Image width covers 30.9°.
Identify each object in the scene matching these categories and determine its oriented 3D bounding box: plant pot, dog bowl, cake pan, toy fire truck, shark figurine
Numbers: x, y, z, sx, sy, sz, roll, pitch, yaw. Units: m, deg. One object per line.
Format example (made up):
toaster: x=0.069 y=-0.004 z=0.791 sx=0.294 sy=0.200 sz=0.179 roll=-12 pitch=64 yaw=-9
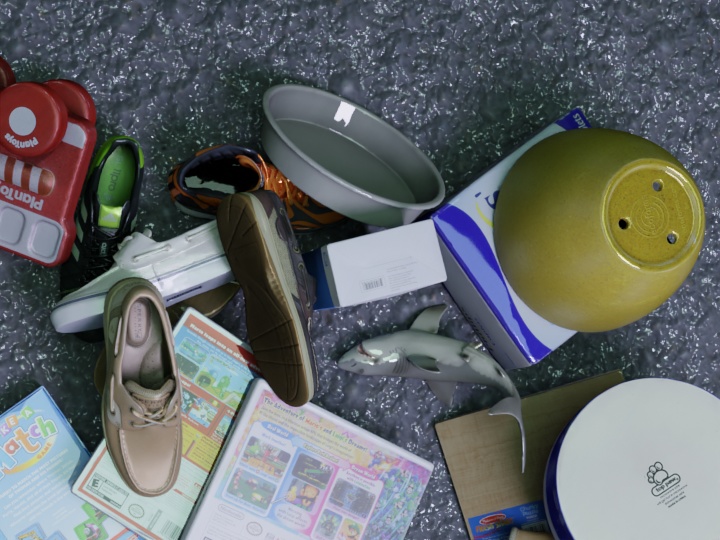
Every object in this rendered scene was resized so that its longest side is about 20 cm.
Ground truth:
plant pot: x=0.241 y=-0.045 z=1.216 sx=0.198 sy=0.142 sz=0.202 roll=1 pitch=85 yaw=-14
dog bowl: x=0.275 y=0.204 z=1.220 sx=0.198 sy=0.079 sz=0.202 roll=0 pitch=73 yaw=0
cake pan: x=-0.012 y=-0.109 z=1.258 sx=0.199 sy=0.201 sz=0.037 roll=27 pitch=116 yaw=-10
toy fire truck: x=-0.346 y=-0.108 z=1.207 sx=0.199 sy=0.112 sz=0.169 roll=19 pitch=101 yaw=2
shark figurine: x=0.097 y=0.114 z=1.301 sx=0.128 sy=0.213 sz=0.090 roll=-38 pitch=137 yaw=-40

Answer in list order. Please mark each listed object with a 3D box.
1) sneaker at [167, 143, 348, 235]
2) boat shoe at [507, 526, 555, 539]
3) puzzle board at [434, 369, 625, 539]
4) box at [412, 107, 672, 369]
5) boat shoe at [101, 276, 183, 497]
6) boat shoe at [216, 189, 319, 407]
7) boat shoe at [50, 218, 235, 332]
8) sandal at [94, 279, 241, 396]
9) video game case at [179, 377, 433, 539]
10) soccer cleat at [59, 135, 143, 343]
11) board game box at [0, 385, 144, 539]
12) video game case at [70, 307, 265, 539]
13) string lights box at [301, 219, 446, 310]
sneaker: x=-0.085 y=-0.078 z=1.263 sx=0.198 sy=0.112 sz=0.078 roll=-1 pitch=86 yaw=-13
boat shoe: x=0.172 y=0.287 z=1.288 sx=0.199 sy=0.072 sz=0.076 roll=-33 pitch=88 yaw=13
puzzle board: x=0.191 y=0.199 z=1.317 sx=0.199 sy=0.017 sz=0.152 roll=-18 pitch=91 yaw=14
box: x=0.182 y=-0.030 z=1.328 sx=0.200 sy=0.105 sz=0.184 roll=-37 pitch=94 yaw=-13
boat shoe: x=-0.192 y=0.110 z=1.147 sx=0.071 sy=0.064 sz=0.202 roll=-10 pitch=103 yaw=-18
boat shoe: x=-0.069 y=0.022 z=1.181 sx=0.065 sy=0.073 sz=0.202 roll=-22 pitch=101 yaw=-43
boat shoe: x=-0.196 y=-0.003 z=1.206 sx=0.199 sy=0.071 sz=0.070 roll=-21 pitch=81 yaw=-12
sandal: x=-0.184 y=0.044 z=1.262 sx=0.080 sy=0.054 sz=0.201 roll=36 pitch=82 yaw=4
video game case: x=-0.050 y=0.225 z=1.218 sx=0.199 sy=0.024 sz=0.183 roll=28 pitch=79 yaw=-18
soccer cleat: x=-0.245 y=-0.032 z=1.238 sx=0.067 sy=0.081 sz=0.202 roll=10 pitch=84 yaw=-12
board game box: x=-0.305 y=0.234 z=1.228 sx=0.151 sy=0.037 sz=0.201 roll=-35 pitch=95 yaw=-13
video game case: x=-0.155 y=0.156 z=1.210 sx=0.143 sy=0.017 sz=0.201 roll=34 pitch=78 yaw=-8
string lights box: x=0.000 y=0.000 z=1.233 sx=0.102 sy=0.200 sz=0.059 roll=-14 pitch=90 yaw=-15
